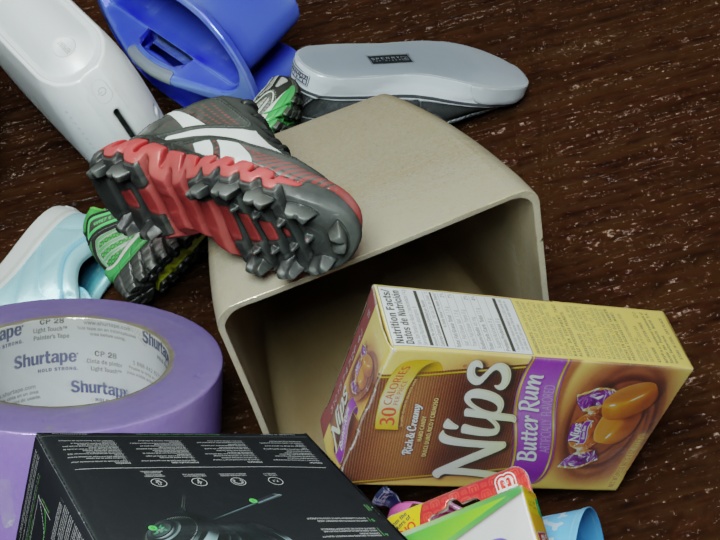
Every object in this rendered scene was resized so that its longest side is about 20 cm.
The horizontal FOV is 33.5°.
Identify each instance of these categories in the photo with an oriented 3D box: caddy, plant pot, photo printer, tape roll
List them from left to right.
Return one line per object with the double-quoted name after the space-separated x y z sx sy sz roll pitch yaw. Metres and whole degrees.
-0.186 0.093 0.761 0.197 0.086 0.200 3 21 -1 "tape roll"
-0.228 -0.154 0.939 0.069 0.167 0.200 -41 62 -10 "photo printer"
-0.135 -0.191 0.964 0.199 0.142 0.105 35 65 27 "caddy"
0.000 0.000 0.799 0.198 0.201 0.178 -21 46 -6 "plant pot"

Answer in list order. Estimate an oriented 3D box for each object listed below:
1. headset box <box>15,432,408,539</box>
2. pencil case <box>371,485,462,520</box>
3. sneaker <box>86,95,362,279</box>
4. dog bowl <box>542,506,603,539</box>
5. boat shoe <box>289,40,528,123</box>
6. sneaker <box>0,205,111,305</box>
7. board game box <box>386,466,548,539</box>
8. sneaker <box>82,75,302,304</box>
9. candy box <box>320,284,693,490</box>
-0.068 0.168 0.617 0.172 0.094 0.200 4 17 -32 "headset box"
0.021 0.234 0.694 0.090 0.094 0.202 20 63 0 "pencil case"
-0.066 -0.055 0.688 0.199 0.071 0.098 15 48 40 "sneaker"
0.104 0.233 0.679 0.049 0.112 0.202 -3 56 22 "dog bowl"
0.037 -0.134 0.945 0.197 0.069 0.074 -7 41 -25 "boat shoe"
-0.234 0.037 0.871 0.081 0.074 0.201 13 60 22 "sneaker"
0.068 0.206 0.621 0.095 0.030 0.202 -25 55 17 "board game box"
-0.121 -0.074 0.869 0.200 0.078 0.085 -43 79 -7 "sneaker"
0.086 0.076 0.726 0.198 0.117 0.057 6 40 -19 "candy box"
